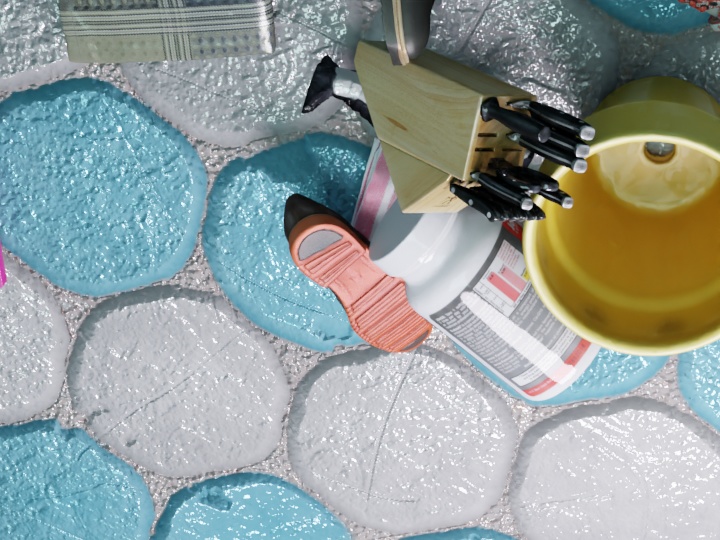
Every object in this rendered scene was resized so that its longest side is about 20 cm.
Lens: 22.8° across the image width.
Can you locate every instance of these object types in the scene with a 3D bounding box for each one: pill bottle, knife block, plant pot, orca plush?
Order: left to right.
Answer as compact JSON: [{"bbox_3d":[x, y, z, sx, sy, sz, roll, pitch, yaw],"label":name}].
[{"bbox_3d":[0.045,-0.110,1.526,0.198,0.106,0.072,13,127,-6],"label":"orca plush"},{"bbox_3d":[0.091,-0.124,1.384,0.175,0.064,0.202,-35,66,44],"label":"knife block"},{"bbox_3d":[0.111,0.012,1.548,0.199,0.116,0.116,38,120,-17],"label":"pill bottle"},{"bbox_3d":[0.240,-0.064,1.465,0.198,0.189,0.203,5,121,9],"label":"plant pot"}]

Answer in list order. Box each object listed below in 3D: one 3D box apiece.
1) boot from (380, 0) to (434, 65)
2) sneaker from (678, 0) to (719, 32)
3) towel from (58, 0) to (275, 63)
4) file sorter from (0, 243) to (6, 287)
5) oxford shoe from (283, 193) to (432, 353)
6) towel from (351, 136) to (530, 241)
[{"bbox_3d":[0.088,-0.257,1.398,0.137,0.078,0.202,4,76,6],"label":"boot"},{"bbox_3d":[0.273,-0.226,1.435,0.199,0.067,0.109,-4,116,12],"label":"sneaker"},{"bbox_3d":[-0.176,-0.272,1.533,0.198,0.035,0.194,-1,122,10],"label":"towel"},{"bbox_3d":[-0.427,-0.049,1.655,0.137,0.126,0.202,3,120,11],"label":"file sorter"},{"bbox_3d":[0.000,0.000,1.604,0.071,0.073,0.200,-35,130,7],"label":"oxford shoe"},{"bbox_3d":[0.092,-0.036,1.607,0.198,0.030,0.147,17,122,2],"label":"towel"}]
